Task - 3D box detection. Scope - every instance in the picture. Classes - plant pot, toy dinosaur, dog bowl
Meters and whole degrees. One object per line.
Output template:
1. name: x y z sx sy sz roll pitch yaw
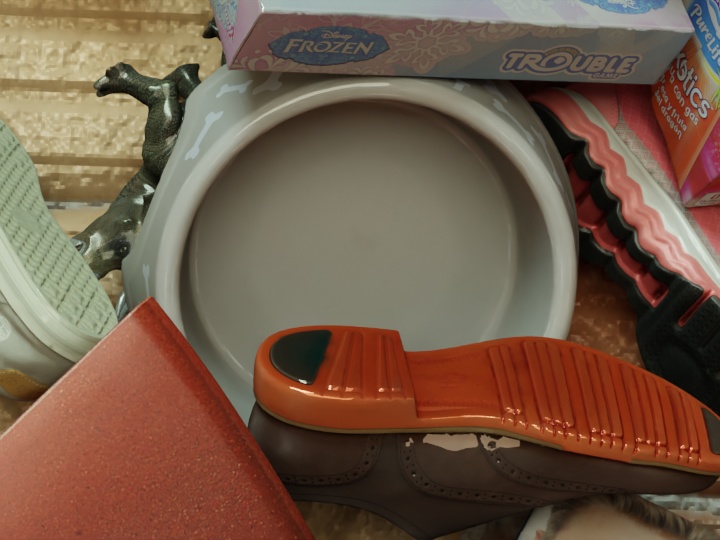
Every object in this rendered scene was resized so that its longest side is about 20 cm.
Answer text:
1. plant pot: -0.100 0.153 1.054 0.176 0.200 0.200 45 77 1
2. toy dinosaur: -0.050 -0.067 1.160 0.200 0.077 0.102 -38 71 17
3. dog bowl: 0.000 0.000 1.112 0.199 0.059 0.201 -2 105 -7

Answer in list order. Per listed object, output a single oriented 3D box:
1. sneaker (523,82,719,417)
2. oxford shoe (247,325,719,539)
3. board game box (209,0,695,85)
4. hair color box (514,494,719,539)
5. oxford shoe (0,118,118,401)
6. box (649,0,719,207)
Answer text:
1. sneaker: 0.153 -0.010 1.162 0.087 0.074 0.200 -30 82 -31
2. oxford shoe: 0.052 0.072 1.081 0.199 0.073 0.071 8 29 -3
3. board game box: 0.019 -0.170 1.108 0.199 0.043 0.199 0 56 -27
4. hair color box: 0.086 0.167 1.053 0.100 0.061 0.200 26 34 7
5. oxford shoe: -0.168 -0.020 1.145 0.058 0.075 0.200 -49 51 21
6. box: 0.231 -0.095 1.142 0.199 0.100 0.096 -6 71 -25
